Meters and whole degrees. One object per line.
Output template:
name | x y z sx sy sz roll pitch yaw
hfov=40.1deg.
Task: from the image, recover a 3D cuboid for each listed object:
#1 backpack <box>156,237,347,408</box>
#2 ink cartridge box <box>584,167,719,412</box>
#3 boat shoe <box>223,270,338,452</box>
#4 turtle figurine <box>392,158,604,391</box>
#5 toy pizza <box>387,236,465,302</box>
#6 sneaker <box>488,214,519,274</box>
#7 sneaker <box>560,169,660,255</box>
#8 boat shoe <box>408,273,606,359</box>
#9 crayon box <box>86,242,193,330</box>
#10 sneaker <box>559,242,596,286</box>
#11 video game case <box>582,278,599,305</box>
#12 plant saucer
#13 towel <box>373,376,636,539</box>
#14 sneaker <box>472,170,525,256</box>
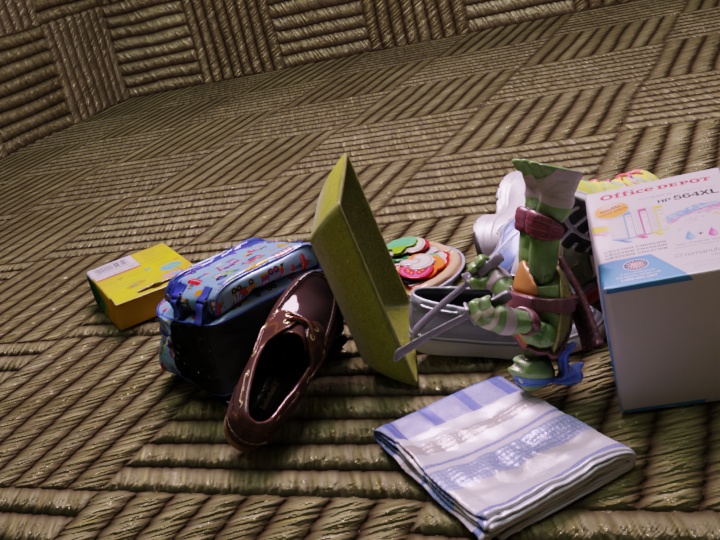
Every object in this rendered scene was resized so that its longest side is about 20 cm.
backpack | -0.139 0.047 1.086 0.181 0.136 0.199 -26 19 -31
ink cartridge box | 0.272 0.007 0.866 0.127 0.127 0.201 -10 28 12
boat shoe | -0.067 0.078 0.944 0.070 0.071 0.202 24 57 -4
turtle figurine | 0.115 -0.001 0.861 0.198 0.197 0.143 15 7 31
toy pizza | 0.033 0.000 1.234 0.197 0.032 0.201 -13 20 5
sneaker | 0.194 -0.050 1.100 0.076 0.076 0.200 -1 34 36
sneaker | 0.260 -0.065 0.996 0.197 0.092 0.078 17 -28 -19
boat shoe | 0.141 0.042 0.973 0.198 0.073 0.070 -2 22 16
crayon box | -0.302 0.023 1.386 0.126 0.051 0.200 -22 20 -19
sneaker | 0.263 -0.035 1.053 0.089 0.068 0.200 1 26 34
video game case | 0.245 -0.005 1.115 0.199 0.018 0.142 -28 23 -32
plant saucer | 0.000 0.000 1.019 0.047 0.202 0.200 -21 18 9
towel | 0.110 0.143 0.807 0.145 0.024 0.200 -21 20 -19
sneaker | 0.207 -0.066 1.231 0.086 0.075 0.201 -6 30 29
